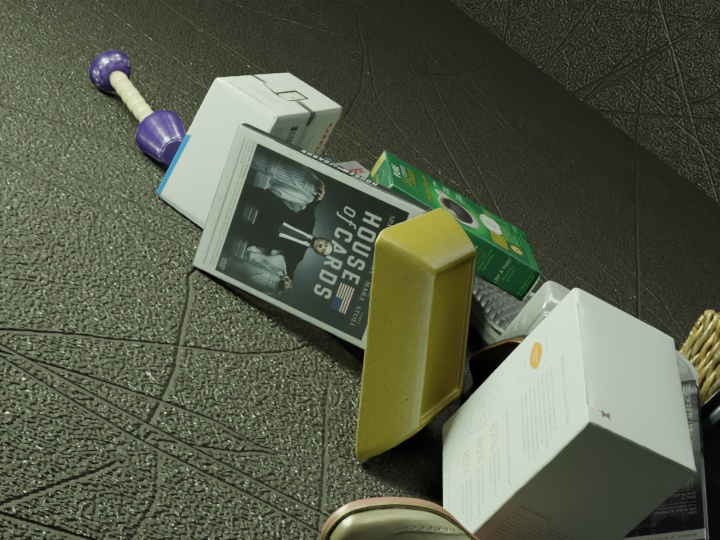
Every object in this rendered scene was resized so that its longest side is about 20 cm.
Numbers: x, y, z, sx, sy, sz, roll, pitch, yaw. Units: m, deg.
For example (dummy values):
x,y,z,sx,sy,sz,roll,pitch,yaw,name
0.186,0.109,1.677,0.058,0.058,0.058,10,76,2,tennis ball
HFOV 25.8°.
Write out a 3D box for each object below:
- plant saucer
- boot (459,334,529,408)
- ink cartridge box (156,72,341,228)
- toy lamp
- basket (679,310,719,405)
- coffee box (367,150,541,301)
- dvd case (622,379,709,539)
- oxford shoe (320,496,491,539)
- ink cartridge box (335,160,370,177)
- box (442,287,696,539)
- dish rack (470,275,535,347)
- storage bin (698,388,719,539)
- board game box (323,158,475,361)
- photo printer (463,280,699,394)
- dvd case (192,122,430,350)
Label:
x,y,z,sx,sy,sz,roll,pitch,yaw,name
0.057,0.056,1.402,0.048,0.202,0.200,10,11,18,plant saucer
0.152,0.085,1.433,0.075,0.097,0.200,46,-24,10,boot
-0.115,-0.129,1.695,0.084,0.147,0.200,33,17,11,ink cartridge box
-0.246,-0.181,1.762,0.058,0.058,0.200,15,24,-42,toy lamp
0.397,0.164,1.652,0.148,0.201,0.143,15,22,-43,basket
0.101,-0.051,1.738,0.199,0.044,0.123,29,19,-16,coffee box
0.230,0.181,1.392,0.201,0.147,0.016,-79,153,-50,dvd case
0.062,0.227,1.172,0.199,0.071,0.074,23,22,-26,oxford shoe
0.019,-0.032,1.761,0.200,0.084,0.145,38,19,15,ink cartridge box
0.163,0.145,1.284,0.106,0.200,0.153,26,38,-19,box
0.195,0.071,1.848,0.199,0.044,0.172,22,21,-29,dish rack
0.335,0.212,1.484,0.134,0.200,0.145,46,21,15,storage bin
0.000,0.000,1.562,0.200,0.136,0.035,38,19,21,board game box
0.227,0.119,1.584,0.199,0.167,0.070,29,37,-11,photo printer
-0.049,-0.031,1.487,0.199,0.151,0.025,25,19,13,dvd case
